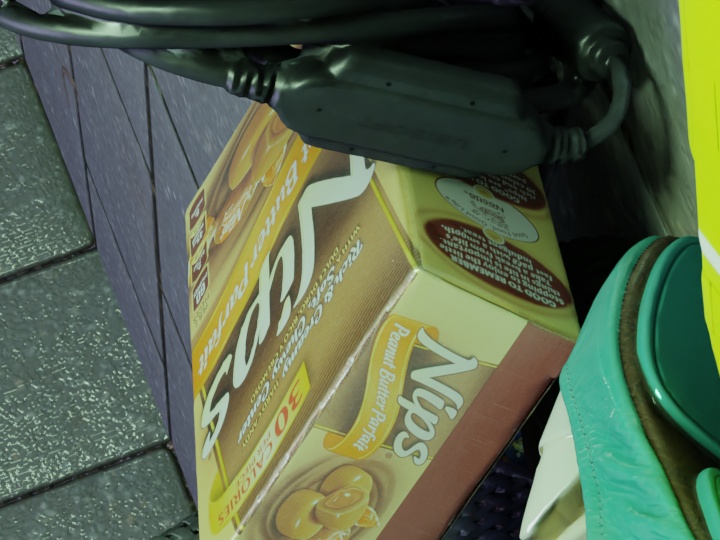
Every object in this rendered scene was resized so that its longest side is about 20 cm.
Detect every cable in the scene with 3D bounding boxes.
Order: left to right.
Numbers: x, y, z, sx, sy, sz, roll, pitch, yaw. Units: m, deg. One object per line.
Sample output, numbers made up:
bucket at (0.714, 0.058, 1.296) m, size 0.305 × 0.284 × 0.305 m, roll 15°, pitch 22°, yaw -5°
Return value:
cable at (-0.027, -0.090, 0.775) m, size 0.163 × 0.200 × 0.051 m, roll -108°, pitch 33°, yaw -55°

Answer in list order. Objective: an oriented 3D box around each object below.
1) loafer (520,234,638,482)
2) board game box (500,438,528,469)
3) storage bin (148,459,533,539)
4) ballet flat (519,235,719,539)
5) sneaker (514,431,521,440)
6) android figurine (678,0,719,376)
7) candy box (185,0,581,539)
loafer at (0.088, 0.068, 0.769) m, size 0.200 × 0.073 × 0.071 m, roll -106°, pitch -2°, yaw -53°
board game box at (0.070, 0.102, 1.026) m, size 0.200 × 0.035 × 0.136 m, roll -122°, pitch 15°, yaw -55°
storage bin at (0.029, 0.138, 0.918) m, size 0.200 × 0.094 × 0.135 m, roll 14°, pitch 130°, yaw 57°
ballet flat at (0.069, 0.063, 0.669) m, size 0.067 × 0.070 × 0.200 m, roll 42°, pitch -158°, yaw -24°
sneaker at (0.039, 0.027, 0.907) m, size 0.078 × 0.066 × 0.200 m, roll 34°, pitch -167°, yaw -10°
android figurine at (0.108, 0.000, 0.568) m, size 0.182 × 0.041 × 0.200 m, roll -121°, pitch 15°, yaw -51°
candy box at (0.000, 0.000, 0.818) m, size 0.115 × 0.055 × 0.200 m, roll -57°, pitch 20°, yaw 25°
